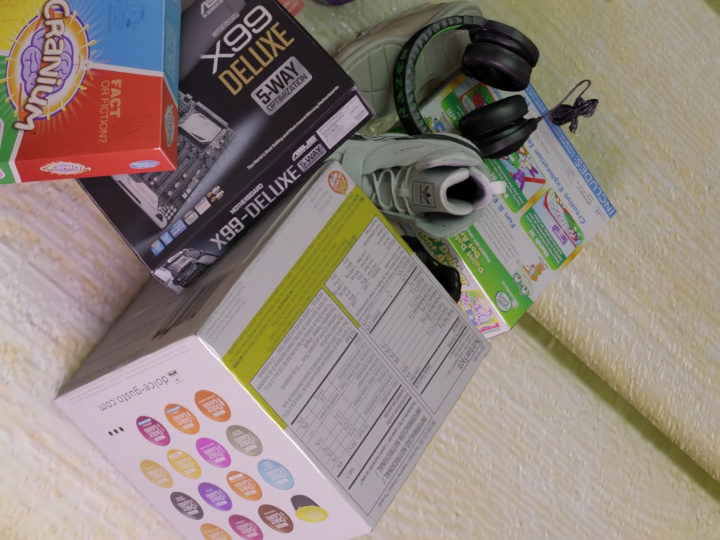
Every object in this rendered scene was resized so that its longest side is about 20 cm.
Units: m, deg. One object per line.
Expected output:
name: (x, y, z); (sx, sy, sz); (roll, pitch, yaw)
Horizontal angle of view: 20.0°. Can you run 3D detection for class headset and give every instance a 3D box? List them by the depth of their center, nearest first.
headset: (0.116, -0.153, 1.788); (0.198, 0.094, 0.125); (4, 84, -24)

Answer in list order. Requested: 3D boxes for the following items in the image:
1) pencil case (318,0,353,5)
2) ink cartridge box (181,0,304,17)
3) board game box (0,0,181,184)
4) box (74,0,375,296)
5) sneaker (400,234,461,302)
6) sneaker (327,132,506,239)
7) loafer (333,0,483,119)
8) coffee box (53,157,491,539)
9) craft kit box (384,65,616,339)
pencil case: (0.027, -0.287, 1.728); (0.083, 0.199, 0.086); (17, 70, -39)
ink cartridge box: (-0.153, -0.247, 1.603); (0.200, 0.116, 0.068); (49, 53, -14)
board game box: (-0.231, -0.142, 1.487); (0.040, 0.198, 0.154); (55, 32, -67)
box: (-0.111, -0.105, 1.496); (0.158, 0.200, 0.050); (49, 0, 30)
sneaker: (0.000, 0.000, 1.671); (0.199, 0.098, 0.071); (19, 65, -31)
sneaker: (0.020, -0.071, 1.664); (0.198, 0.115, 0.076); (-5, 104, -16)
loafer: (0.025, -0.187, 1.790); (0.199, 0.063, 0.072); (-31, 127, -38)
coffee box: (-0.063, 0.077, 1.526); (0.198, 0.199, 0.200); (48, 51, -15)
craft kit box: (0.117, -0.075, 1.825); (0.201, 0.048, 0.197); (55, 48, -9)
